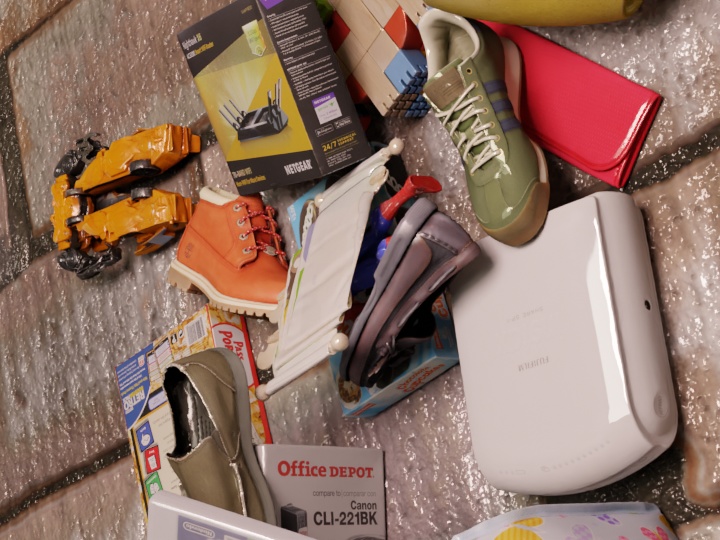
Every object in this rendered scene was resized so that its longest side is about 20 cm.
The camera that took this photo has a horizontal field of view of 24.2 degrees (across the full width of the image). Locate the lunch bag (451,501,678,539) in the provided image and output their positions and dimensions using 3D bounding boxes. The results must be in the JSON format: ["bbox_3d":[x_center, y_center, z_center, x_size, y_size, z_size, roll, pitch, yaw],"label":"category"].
[{"bbox_3d":[0.150,0.250,1.112,0.127,0.199,0.170,-54,51,26],"label":"lunch bag"}]

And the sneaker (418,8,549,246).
[{"bbox_3d":[0.081,-0.115,1.254,0.067,0.090,0.201,-33,45,32],"label":"sneaker"}]

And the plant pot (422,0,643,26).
[{"bbox_3d":[0.150,-0.256,1.213,0.141,0.200,0.201,27,106,15],"label":"plant pot"}]

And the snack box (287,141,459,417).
[{"bbox_3d":[0.009,0.009,1.410,0.116,0.037,0.201,-36,60,38],"label":"snack box"}]

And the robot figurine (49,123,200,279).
[{"bbox_3d":[-0.238,-0.070,1.664,0.199,0.058,0.146,-16,73,43],"label":"robot figurine"}]

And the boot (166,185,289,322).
[{"bbox_3d":[-0.098,-0.014,1.503,0.199,0.075,0.108,24,97,46],"label":"boot"}]

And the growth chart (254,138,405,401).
[{"bbox_3d":[-0.029,0.001,1.332,0.144,0.018,0.201,-27,42,55],"label":"growth chart"}]

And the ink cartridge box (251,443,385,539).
[{"bbox_3d":[-0.053,0.242,1.365,0.083,0.144,0.202,-11,77,42],"label":"ink cartridge box"}]

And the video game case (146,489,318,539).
[{"bbox_3d":[-0.072,0.271,1.239,0.198,0.023,0.184,14,114,20],"label":"video game case"}]

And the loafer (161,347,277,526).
[{"bbox_3d":[-0.119,0.156,1.291,0.075,0.069,0.202,-28,66,37],"label":"loafer"}]

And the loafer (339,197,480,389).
[{"bbox_3d":[0.035,0.032,1.283,0.063,0.072,0.201,31,137,10],"label":"loafer"}]

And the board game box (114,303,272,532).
[{"bbox_3d":[-0.151,0.154,1.550,0.151,0.046,0.202,-32,63,39],"label":"board game box"}]

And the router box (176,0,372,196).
[{"bbox_3d":[-0.077,-0.152,1.423,0.200,0.052,0.158,-7,105,66],"label":"router box"}]

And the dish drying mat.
[{"bbox_3d":[0.144,-0.136,1.302,0.200,0.018,0.077,35,109,43],"label":"dish drying mat"}]

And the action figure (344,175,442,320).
[{"bbox_3d":[0.000,0.000,1.360,0.200,0.051,0.066,-39,53,40],"label":"action figure"}]

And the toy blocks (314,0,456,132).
[{"bbox_3d":[0.018,-0.187,1.399,0.137,0.099,0.200,55,126,24],"label":"toy blocks"}]

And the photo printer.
[{"bbox_3d":[0.147,0.062,1.235,0.166,0.069,0.202,-22,69,43],"label":"photo printer"}]
